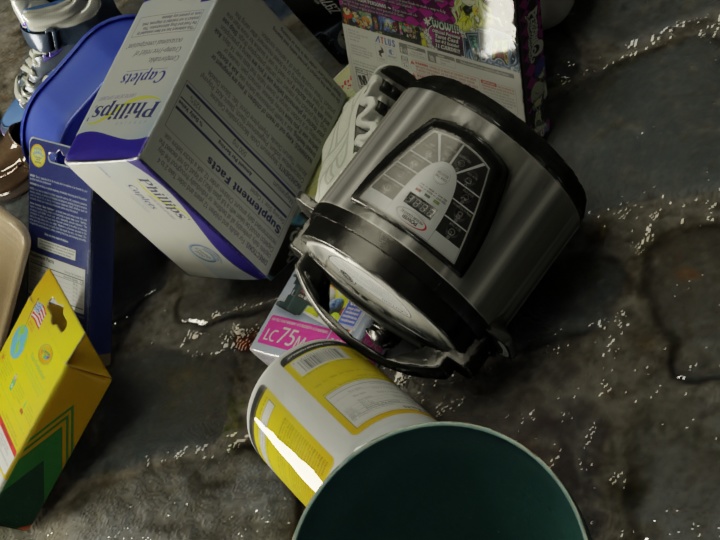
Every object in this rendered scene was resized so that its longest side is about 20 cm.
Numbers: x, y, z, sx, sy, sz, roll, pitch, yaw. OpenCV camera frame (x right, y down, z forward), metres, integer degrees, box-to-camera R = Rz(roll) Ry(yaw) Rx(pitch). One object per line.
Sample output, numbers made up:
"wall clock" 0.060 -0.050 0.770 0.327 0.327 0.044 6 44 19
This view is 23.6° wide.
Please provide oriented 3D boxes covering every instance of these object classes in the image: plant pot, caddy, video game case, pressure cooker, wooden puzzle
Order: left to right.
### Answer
"wooden puzzle" -0.382 0.017 1.708 0.185 0.037 0.202 33 115 48
"caddy" -0.246 -0.159 1.724 0.200 0.141 0.105 -48 43 -3
"pressure cooker" 0.055 -0.021 1.303 0.201 0.179 0.176 -52 27 -9
"video game case" 0.064 -0.210 1.428 0.199 0.183 0.036 21 44 38
"plant pot" 0.067 0.211 1.100 0.198 0.135 0.202 -7 69 20

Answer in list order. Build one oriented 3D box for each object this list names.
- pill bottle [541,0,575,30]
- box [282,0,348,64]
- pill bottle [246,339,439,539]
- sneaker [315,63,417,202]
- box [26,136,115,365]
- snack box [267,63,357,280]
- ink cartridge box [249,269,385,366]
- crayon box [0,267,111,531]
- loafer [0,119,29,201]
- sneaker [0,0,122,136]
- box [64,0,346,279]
"pill bottle" 0.148 -0.282 1.489 0.112 0.112 0.201 5 61 44
"box" -0.010 -0.330 1.636 0.085 0.164 0.202 -11 51 36
"pill bottle" 0.005 0.139 1.257 0.112 0.112 0.200 -48 38 -2
"sneaker" -0.004 -0.073 1.431 0.081 0.075 0.202 -20 43 49
"box" -0.274 -0.020 1.627 0.121 0.032 0.202 16 108 49
"snack box" -0.039 -0.096 1.560 0.200 0.037 0.116 -43 40 5
"ink cartridge box" 0.000 0.000 1.442 0.119 0.042 0.201 12 64 47
"crayon box" -0.291 0.116 1.554 0.201 0.050 0.127 -59 36 14
"loafer" -0.358 -0.138 1.863 0.199 0.071 0.074 -21 45 29
"sneaker" -0.352 -0.241 1.884 0.199 0.146 0.081 -34 40 13
"box" -0.130 -0.124 1.490 0.104 0.184 0.201 1 58 40
